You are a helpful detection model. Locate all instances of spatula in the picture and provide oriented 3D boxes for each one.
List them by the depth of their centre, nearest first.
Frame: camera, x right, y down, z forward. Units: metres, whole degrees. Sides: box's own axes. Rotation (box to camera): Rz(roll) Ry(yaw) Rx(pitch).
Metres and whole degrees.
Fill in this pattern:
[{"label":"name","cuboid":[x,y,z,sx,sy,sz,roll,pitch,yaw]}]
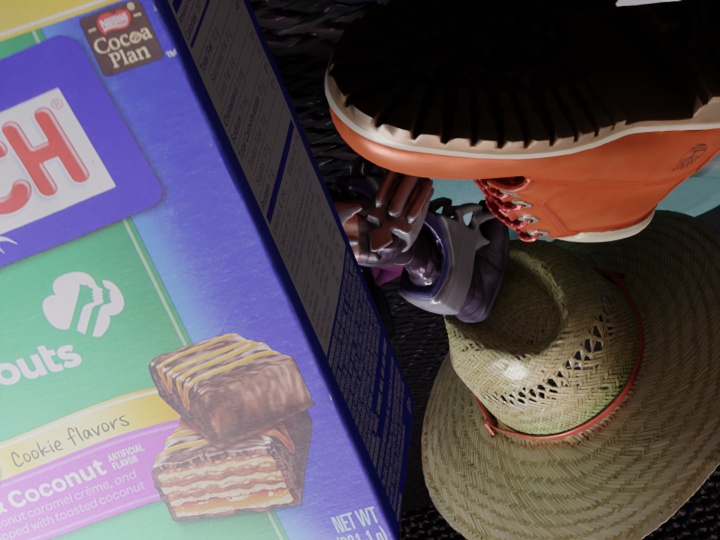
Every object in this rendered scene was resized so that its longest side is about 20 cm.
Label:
[{"label":"spatula","cuboid":[0.000,0.000,0.882,0.056,0.021,0.200,-12,-159,-1]}]

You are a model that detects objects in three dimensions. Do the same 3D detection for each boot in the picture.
[{"label":"boot","cuboid":[0.060,-0.046,0.697,0.199,0.075,0.107,-4,145,-36]}]

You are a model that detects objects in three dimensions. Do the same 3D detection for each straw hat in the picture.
[{"label":"straw hat","cuboid":[0.081,0.029,0.861,0.200,0.202,0.085,-21,134,36]}]

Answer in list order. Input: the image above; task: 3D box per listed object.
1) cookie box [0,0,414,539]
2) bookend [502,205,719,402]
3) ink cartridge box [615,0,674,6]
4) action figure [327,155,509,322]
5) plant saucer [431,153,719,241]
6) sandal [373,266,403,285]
[{"label":"cookie box","cuboid":[-0.096,0.003,0.536,0.170,0.201,0.075,-15,-149,13]},{"label":"bookend","cuboid":[0.157,0.022,1.168,0.197,0.093,0.200,-14,168,10]},{"label":"ink cartridge box","cuboid":[0.193,-0.135,0.563,0.198,0.058,0.162,-3,166,-21]},{"label":"action figure","cuboid":[-0.017,-0.022,0.762,0.129,0.070,0.199,17,-174,31]},{"label":"plant saucer","cuboid":[0.122,-0.042,0.963,0.198,0.036,0.200,-12,169,-2]},{"label":"sandal","cuboid":[-0.016,0.020,1.075,0.082,0.050,0.202,-7,167,-27]}]
